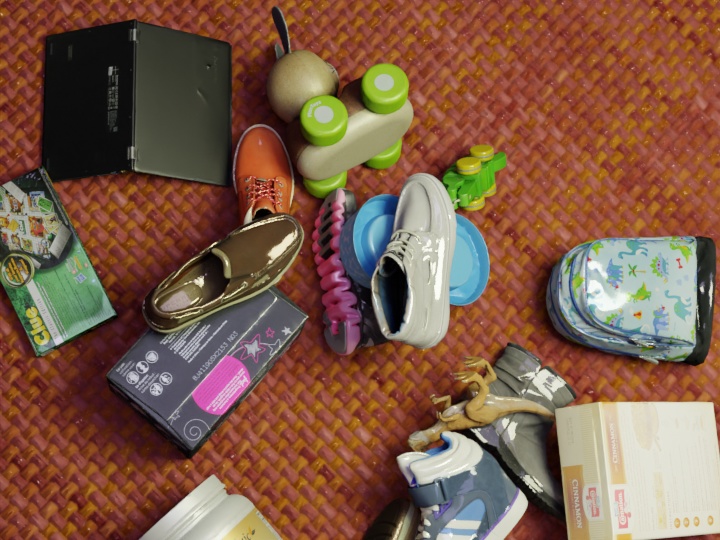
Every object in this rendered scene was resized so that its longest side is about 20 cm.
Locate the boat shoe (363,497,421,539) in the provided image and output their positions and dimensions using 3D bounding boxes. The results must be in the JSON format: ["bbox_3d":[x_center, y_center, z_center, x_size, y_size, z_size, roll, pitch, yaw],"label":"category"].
[{"bbox_3d":[0.029,0.361,1.471,0.076,0.072,0.201,28,82,-16],"label":"boat shoe"}]

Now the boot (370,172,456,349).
[{"bbox_3d":[0.056,-0.016,1.427,0.073,0.095,0.201,-8,79,28],"label":"boot"}]

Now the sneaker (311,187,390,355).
[{"bbox_3d":[0.000,0.000,1.544,0.095,0.079,0.201,-2,81,-24],"label":"sneaker"}]

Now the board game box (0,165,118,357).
[{"bbox_3d":[-0.372,-0.011,1.505,0.104,0.023,0.201,-26,83,-8],"label":"board game box"}]

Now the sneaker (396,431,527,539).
[{"bbox_3d":[0.074,0.275,1.431,0.146,0.081,0.200,44,83,-5],"label":"sneaker"}]

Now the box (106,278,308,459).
[{"bbox_3d":[-0.175,0.095,1.468,0.132,0.115,0.200,40,73,3],"label":"box"}]

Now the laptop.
[{"bbox_3d":[-0.271,-0.194,1.572,0.199,0.116,0.188,-6,76,20],"label":"laptop"}]

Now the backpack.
[{"bbox_3d":[0.324,0.027,1.553,0.199,0.154,0.164,5,83,6],"label":"backpack"}]

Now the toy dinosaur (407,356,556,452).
[{"bbox_3d":[0.144,0.156,1.486,0.199,0.060,0.107,-12,111,-6],"label":"toy dinosaur"}]

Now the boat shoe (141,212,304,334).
[{"bbox_3d":[-0.143,0.001,1.398,0.202,0.075,0.075,-37,84,-16],"label":"boat shoe"}]

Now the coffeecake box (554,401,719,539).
[{"bbox_3d":[0.326,0.231,1.489,0.199,0.073,0.154,5,76,-37],"label":"coffeecake box"}]

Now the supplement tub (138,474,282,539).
[{"bbox_3d":[-0.141,0.337,1.404,0.144,0.144,0.200,-41,86,-14],"label":"supplement tub"}]

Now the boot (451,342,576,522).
[{"bbox_3d":[0.213,0.189,1.526,0.132,0.070,0.200,-42,88,-13],"label":"boot"}]

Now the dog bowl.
[{"bbox_3d":[0.061,-0.019,1.523,0.199,0.049,0.112,14,71,-33],"label":"dog bowl"}]

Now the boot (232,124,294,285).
[{"bbox_3d":[-0.112,-0.086,1.522,0.075,0.107,0.201,-2,76,-7],"label":"boot"}]

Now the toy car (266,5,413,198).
[{"bbox_3d":[-0.047,-0.219,1.542,0.157,0.164,0.200,-29,71,-13],"label":"toy car"}]

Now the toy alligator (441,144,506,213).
[{"bbox_3d":[0.119,-0.102,1.555,0.054,0.200,0.060,6,119,27],"label":"toy alligator"}]
